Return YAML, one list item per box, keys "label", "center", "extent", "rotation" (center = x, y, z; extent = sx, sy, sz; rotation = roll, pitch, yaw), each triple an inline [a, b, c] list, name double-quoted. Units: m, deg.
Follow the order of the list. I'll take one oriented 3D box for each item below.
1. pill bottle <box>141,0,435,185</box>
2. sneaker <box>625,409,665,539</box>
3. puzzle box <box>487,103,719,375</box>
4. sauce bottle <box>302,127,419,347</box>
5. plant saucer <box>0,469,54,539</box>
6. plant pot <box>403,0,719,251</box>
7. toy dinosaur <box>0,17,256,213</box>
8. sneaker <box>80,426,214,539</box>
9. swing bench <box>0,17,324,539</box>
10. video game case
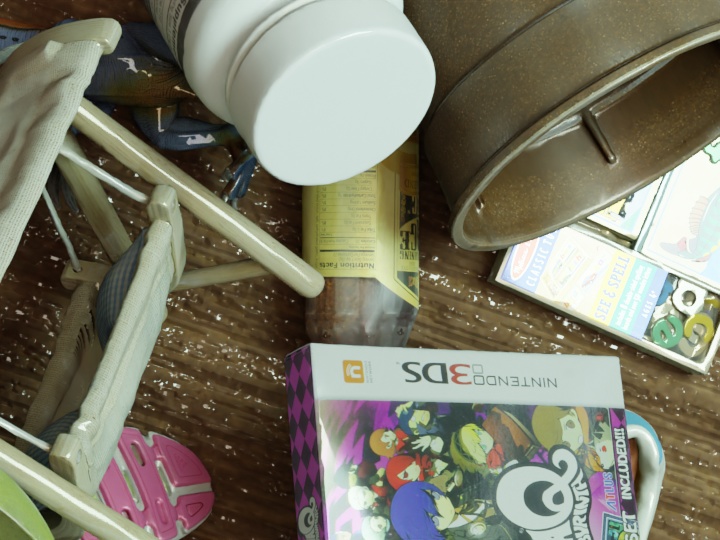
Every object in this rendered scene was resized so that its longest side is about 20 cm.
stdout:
- label: "pill bottle"
  center: [-0.048, -0.142, 1.061]
  extent: [0.113, 0.113, 0.200]
  rotation: [-26, 53, -8]
- label: "sneaker"
  center: [0.102, 0.166, 1.165]
  extent: [0.076, 0.081, 0.201]
  rotation: [20, 87, -9]
- label: "puzzle box"
  center: [0.168, -0.059, 1.208]
  extent: [0.133, 0.025, 0.201]
  rotation: [23, 85, -6]
- label: "sauce bottle"
  center: [0.000, 0.000, 1.165]
  extent: [0.066, 0.066, 0.201]
  rotation: [0, 91, -8]
- label: "plant saucer"
  center: [-0.218, 0.107, 0.972]
  extent: [0.199, 0.200, 0.031]
  rotation: [25, 57, -7]
- label: "plant pot"
  center: [0.088, -0.146, 1.112]
  extent: [0.200, 0.200, 0.199]
  rotation: [-27, 73, -8]
- label: "toy dinosaur"
  center: [-0.136, -0.099, 1.159]
  extent: [0.181, 0.200, 0.105]
  rotation: [25, 125, 14]
- label: "sneaker"
  center: [-0.173, 0.141, 1.134]
  extent: [0.199, 0.087, 0.074]
  rotation: [-17, 69, -30]
- label: "swing bench"
  center: [-0.141, 0.026, 1.029]
  extent: [0.200, 0.129, 0.199]
  rotation: [50, 44, -35]
- label: "video game case"
  center: [0.056, 0.137, 1.063]
  extent: [0.181, 0.036, 0.201]
  rotation: [4, 72, -27]
